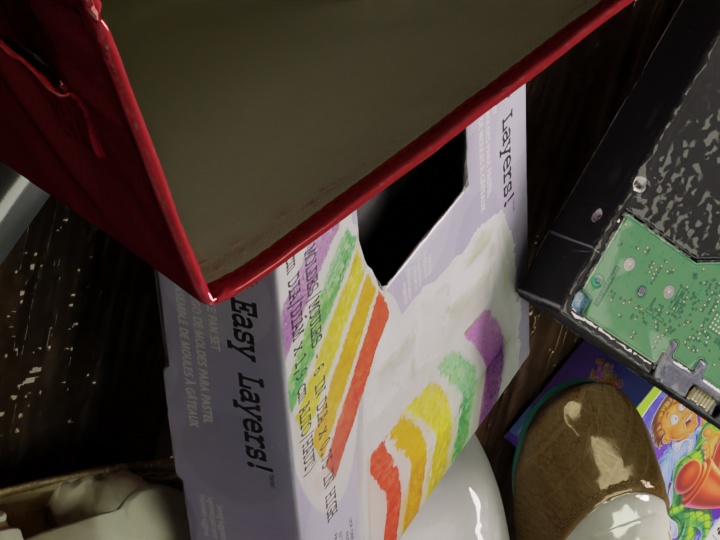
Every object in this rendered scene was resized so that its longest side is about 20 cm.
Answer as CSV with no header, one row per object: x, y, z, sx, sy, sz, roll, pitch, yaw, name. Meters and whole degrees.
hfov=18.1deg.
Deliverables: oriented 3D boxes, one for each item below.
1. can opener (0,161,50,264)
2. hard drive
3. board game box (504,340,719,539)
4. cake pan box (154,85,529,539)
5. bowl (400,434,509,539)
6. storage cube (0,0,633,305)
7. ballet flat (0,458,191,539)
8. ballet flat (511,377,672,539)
-0.138,0.000,0.692,0.200,0.053,0.067,-54,173,-2,can opener
0.163,-0.042,0.870,0.140,0.038,0.200,32,86,-30,hard drive
0.167,0.037,1.020,0.200,0.045,0.134,-50,141,-6,board game box
0.000,0.000,0.769,0.184,0.052,0.200,-52,147,-46,cake pan box
-0.011,0.165,0.909,0.200,0.075,0.200,-32,135,-24,bowl
-0.047,-0.132,0.561,0.200,0.180,0.171,-36,132,-21,storage cube
-0.115,0.096,0.750,0.200,0.071,0.065,-14,167,-47,ballet flat
0.100,0.131,0.936,0.068,0.072,0.200,-16,137,-16,ballet flat
